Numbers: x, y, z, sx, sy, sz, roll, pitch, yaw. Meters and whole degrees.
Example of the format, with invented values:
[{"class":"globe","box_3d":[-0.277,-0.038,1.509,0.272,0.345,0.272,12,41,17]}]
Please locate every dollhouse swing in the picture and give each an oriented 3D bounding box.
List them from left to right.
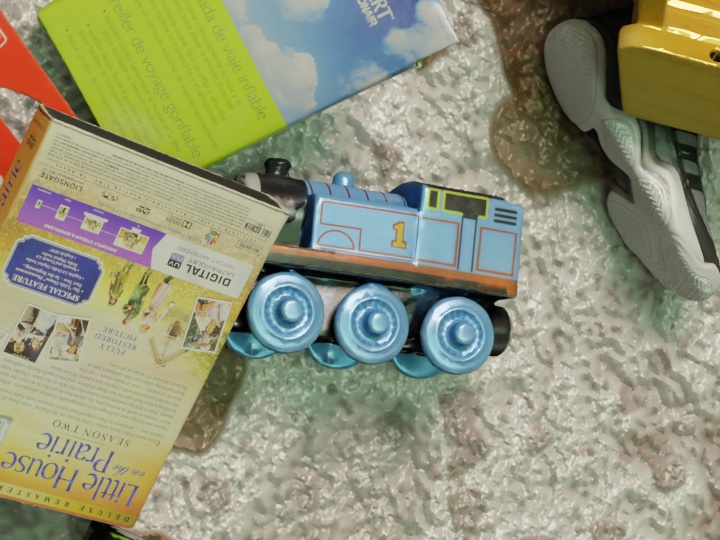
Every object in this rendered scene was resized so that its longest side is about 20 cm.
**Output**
[{"class":"dollhouse swing","box_3d":[0.232,-0.206,0.943,0.181,0.176,0.200,14,60,-4]}]

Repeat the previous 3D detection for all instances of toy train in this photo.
[{"class":"toy train","box_3d":[0.000,0.000,0.959,0.199,0.087,0.115,8,81,-20]}]

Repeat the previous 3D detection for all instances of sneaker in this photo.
[{"class":"sneaker","box_3d":[0.205,-0.086,1.036,0.114,0.075,0.200,-31,101,-15]}]

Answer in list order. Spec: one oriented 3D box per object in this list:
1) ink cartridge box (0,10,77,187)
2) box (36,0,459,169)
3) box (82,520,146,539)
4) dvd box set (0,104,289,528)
[{"class":"ink cartridge box","box_3d":[-0.206,-0.026,0.840,0.174,0.044,0.200,-46,143,-13]},{"class":"box","box_3d":[-0.060,-0.136,0.897,0.200,0.048,0.122,-25,107,9]},{"class":"box","box_3d":[-0.086,0.231,0.871,0.148,0.200,0.125,29,82,-20]},{"class":"dvd box set","box_3d":[-0.142,0.030,0.856,0.146,0.029,0.200,20,102,-32]}]
